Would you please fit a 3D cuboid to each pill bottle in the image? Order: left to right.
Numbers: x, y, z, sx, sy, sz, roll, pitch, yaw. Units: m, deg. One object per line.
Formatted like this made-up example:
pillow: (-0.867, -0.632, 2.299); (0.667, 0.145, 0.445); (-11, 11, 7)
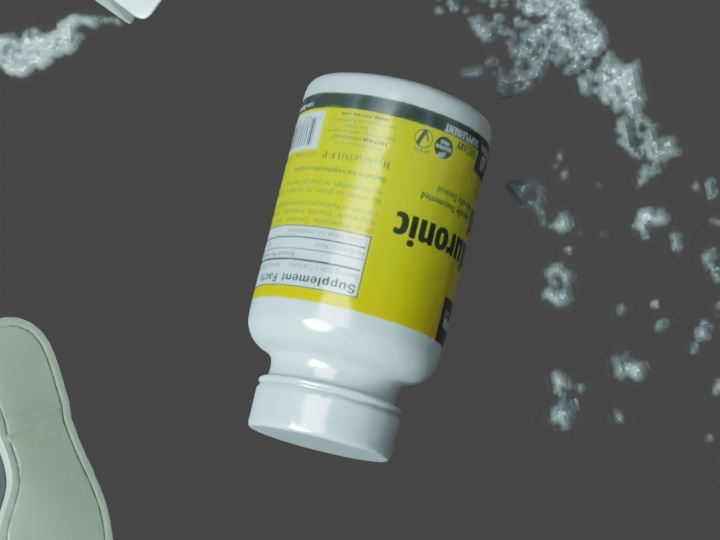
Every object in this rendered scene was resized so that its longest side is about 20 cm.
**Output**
pill bottle: (0.000, 0.000, 1.081); (0.111, 0.111, 0.201); (11, 80, 16)

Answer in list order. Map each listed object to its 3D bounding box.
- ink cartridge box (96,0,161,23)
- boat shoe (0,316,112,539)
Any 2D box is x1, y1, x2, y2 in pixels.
ink cartridge box: (-0.161, -0.238, 1.205); (0.200, 0.067, 0.117); (38, 88, 21)
boat shoe: (-0.197, 0.130, 1.137); (0.063, 0.073, 0.201); (-29, 71, 51)
